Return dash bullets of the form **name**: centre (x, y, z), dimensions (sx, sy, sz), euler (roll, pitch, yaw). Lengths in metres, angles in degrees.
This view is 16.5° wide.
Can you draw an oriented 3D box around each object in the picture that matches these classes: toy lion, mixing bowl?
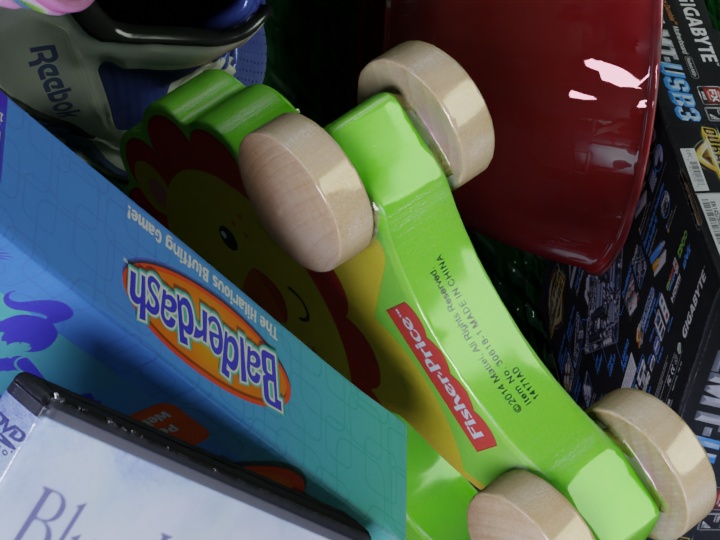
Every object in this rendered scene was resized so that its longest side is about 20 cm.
- **toy lion**: centre (0.000, 0.022, 0.798), dimensions (0.069, 0.192, 0.200), euler (-34, 92, -26)
- **mixing bowl**: centre (0.057, -0.099, 1.079), dimensions (0.200, 0.108, 0.201), euler (-178, -90, -83)

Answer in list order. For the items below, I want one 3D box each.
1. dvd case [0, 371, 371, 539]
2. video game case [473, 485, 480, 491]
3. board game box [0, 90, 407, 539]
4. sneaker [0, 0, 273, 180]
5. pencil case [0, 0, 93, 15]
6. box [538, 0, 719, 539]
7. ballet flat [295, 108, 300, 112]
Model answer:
- **dvd case**: centre (-0.090, 0.131, 0.627), dimensions (0.018, 0.200, 0.143), euler (34, 2, 39)
- **video game case**: centre (0.066, 0.145, 1.064), dimensions (0.182, 0.023, 0.200), euler (52, 32, -31)
- **board game box**: centre (-0.103, 0.037, 0.677), dimensions (0.200, 0.152, 0.045), euler (40, 39, -43)
- **sneaker**: centre (-0.069, -0.087, 0.871), dimensions (0.199, 0.115, 0.081), euler (-5, 77, -63)
- **pencil case**: centre (-0.160, -0.095, 0.610), dimensions (0.087, 0.199, 0.088), euler (-5, 90, -72)
- **box**: centre (0.132, 0.011, 1.089), dimensions (0.199, 0.050, 0.200), euler (-100, -165, -47)
- **ballet flat**: centre (0.000, 0.000, 0.957), dimensions (0.200, 0.075, 0.064), euler (46, 61, -50)
